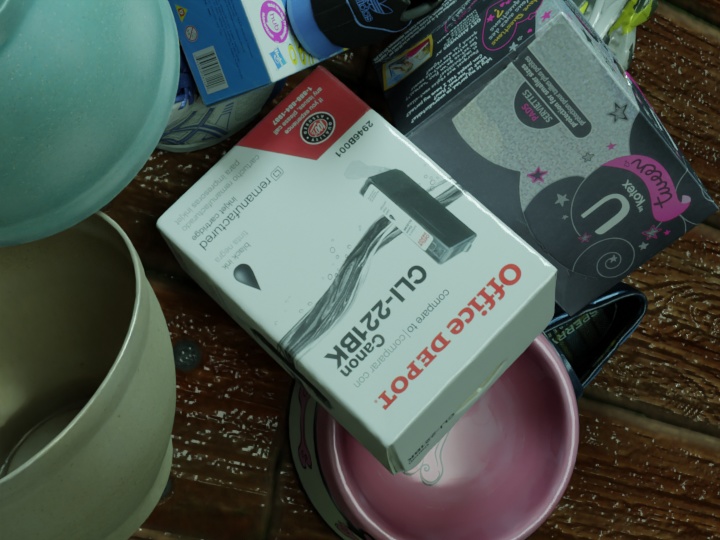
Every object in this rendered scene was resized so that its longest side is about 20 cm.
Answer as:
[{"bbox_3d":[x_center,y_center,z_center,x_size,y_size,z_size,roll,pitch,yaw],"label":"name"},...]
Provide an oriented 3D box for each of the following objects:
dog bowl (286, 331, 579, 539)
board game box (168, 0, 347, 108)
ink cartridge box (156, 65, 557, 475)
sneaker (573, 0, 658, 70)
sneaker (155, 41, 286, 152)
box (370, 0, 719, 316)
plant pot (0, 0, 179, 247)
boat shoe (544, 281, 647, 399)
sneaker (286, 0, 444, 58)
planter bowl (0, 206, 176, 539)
[{"bbox_3d":[0.054,0.102,0.878,0.199,0.074,0.202,0,89,-10],"label":"dog bowl"},{"bbox_3d":[-0.055,-0.225,0.823,0.196,0.056,0.201,-36,109,-52],"label":"board game box"},{"bbox_3d":[0.000,0.000,0.806,0.200,0.084,0.144,42,80,16],"label":"ink cartridge box"},{"bbox_3d":[0.159,-0.179,0.991,0.074,0.084,0.201,26,97,-55],"label":"sneaker"},{"bbox_3d":[-0.118,-0.107,0.809,0.199,0.088,0.076,-22,98,-31],"label":"sneaker"},{"bbox_3d":[0.124,-0.090,0.891,0.132,0.115,0.200,-37,125,15],"label":"box"},{"bbox_3d":[-0.204,-0.127,0.674,0.199,0.134,0.202,-2,73,6],"label":"plant pot"},{"bbox_3d":[0.128,0.065,0.964,0.200,0.069,0.084,-46,111,-23],"label":"boat shoe"},{"bbox_3d":[0.034,-0.191,0.820,0.070,0.078,0.200,61,39,-21],"label":"sneaker"},{"bbox_3d":[-0.182,0.080,0.723,0.200,0.200,0.135,-49,139,-22],"label":"planter bowl"}]
